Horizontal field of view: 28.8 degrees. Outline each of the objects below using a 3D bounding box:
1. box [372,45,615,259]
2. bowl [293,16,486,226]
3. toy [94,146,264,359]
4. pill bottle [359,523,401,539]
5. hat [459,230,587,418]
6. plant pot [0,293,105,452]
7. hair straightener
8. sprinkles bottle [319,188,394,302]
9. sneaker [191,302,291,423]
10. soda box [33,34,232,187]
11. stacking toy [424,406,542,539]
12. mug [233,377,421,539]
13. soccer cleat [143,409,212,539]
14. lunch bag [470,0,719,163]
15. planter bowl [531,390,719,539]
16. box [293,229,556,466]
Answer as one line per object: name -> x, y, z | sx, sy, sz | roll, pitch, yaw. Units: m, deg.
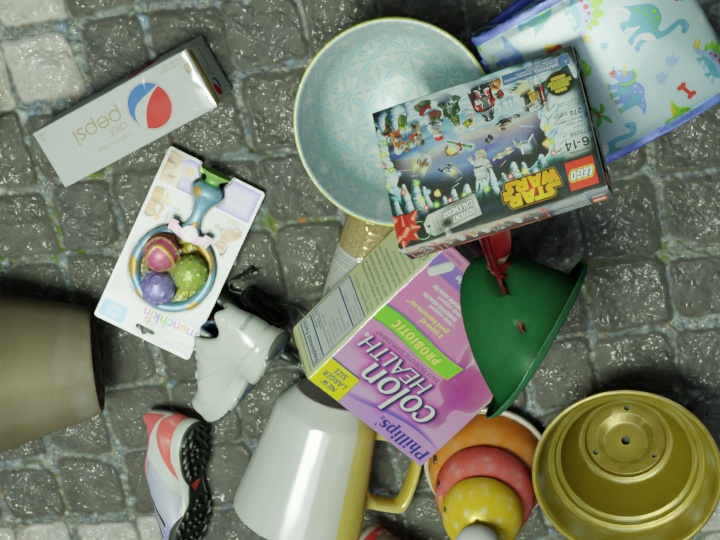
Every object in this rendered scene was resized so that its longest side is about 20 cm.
box -> 0.117, -0.105, 1.263 | 0.198, 0.040, 0.139 | -17, 72, 17
bowl -> 0.035, -0.155, 1.379 | 0.197, 0.108, 0.203 | 1, 108, 3
toy -> -0.194, -0.016, 1.485 | 0.114, 0.047, 0.202 | 25, 95, -3
pill bottle -> 0.065, 0.384, 1.569 | 0.199, 0.114, 0.115 | 31, 116, 19
hat -> 0.101, 0.010, 1.312 | 0.175, 0.201, 0.166 | 33, 140, 0
plant pot -> -0.374, 0.106, 1.540 | 0.171, 0.200, 0.203 | -7, 112, -5
hair straightener -> -0.130, 0.036, 1.528 | 0.199, 0.041, 0.077 | 36, 114, 0
sprinkles bottle -> 0.000, 0.000, 1.477 | 0.067, 0.068, 0.202 | 18, 115, 2
sneaker -> -0.145, 0.096, 1.522 | 0.087, 0.075, 0.200 | 39, 139, -1
soda box -> -0.236, -0.165, 1.454 | 0.198, 0.064, 0.069 | -25, 106, 18
stacking toy -> 0.129, 0.249, 1.485 | 0.144, 0.200, 0.148 | 4, 113, 8
mug -> -0.039, 0.204, 1.552 | 0.149, 0.185, 0.155 | 28, 110, 37
soccer cleat -> -0.219, 0.253, 1.633 | 0.072, 0.068, 0.203 | 20, 121, 28
lunch bag -> 0.227, -0.201, 1.321 | 0.199, 0.128, 0.171 | -31, 104, 10
planter bowl -> 0.284, 0.200, 1.500 | 0.197, 0.084, 0.203 | 4, 114, 8
box -> 0.064, 0.066, 1.432 | 0.200, 0.097, 0.176 | -43, 119, 13
